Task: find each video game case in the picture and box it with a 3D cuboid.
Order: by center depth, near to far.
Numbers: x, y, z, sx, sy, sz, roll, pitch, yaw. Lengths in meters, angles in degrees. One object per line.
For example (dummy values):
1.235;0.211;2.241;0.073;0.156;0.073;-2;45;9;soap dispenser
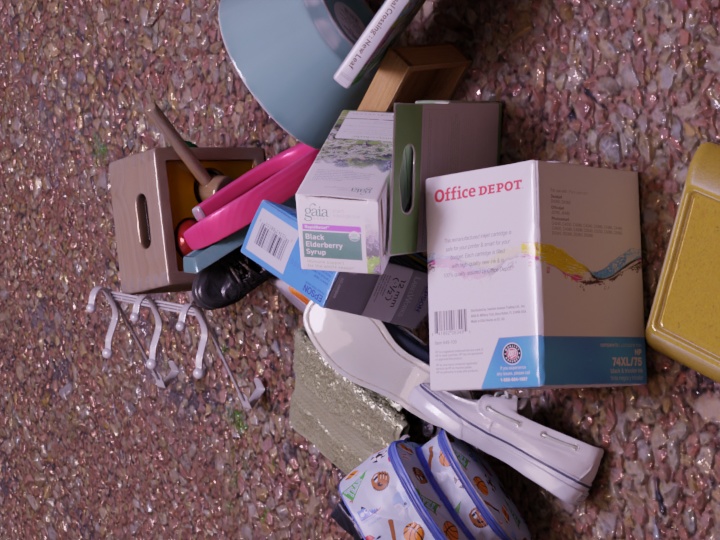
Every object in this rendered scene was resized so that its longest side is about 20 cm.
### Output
0.051;-0.268;1.612;0.022;0.200;0.182;36;110;0;video game case

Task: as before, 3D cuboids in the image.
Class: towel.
-0.014;0.160;1.822;0.200;0.036;0.149;40;138;40;towel

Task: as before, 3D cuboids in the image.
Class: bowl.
-0.045;-0.239;1.762;0.105;0.201;0.201;-33;67;25;bowl

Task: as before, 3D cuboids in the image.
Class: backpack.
0.068;0.247;1.633;0.154;0.190;0.200;-44;71;15;backpack

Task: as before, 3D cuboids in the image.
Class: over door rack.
-0.218;0.100;1.945;0.147;0.200;0.067;10;61;31;over door rack

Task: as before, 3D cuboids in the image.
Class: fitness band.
-0.110;-0.088;1.833;0.037;0.200;0.144;58;153;-10;fitness band

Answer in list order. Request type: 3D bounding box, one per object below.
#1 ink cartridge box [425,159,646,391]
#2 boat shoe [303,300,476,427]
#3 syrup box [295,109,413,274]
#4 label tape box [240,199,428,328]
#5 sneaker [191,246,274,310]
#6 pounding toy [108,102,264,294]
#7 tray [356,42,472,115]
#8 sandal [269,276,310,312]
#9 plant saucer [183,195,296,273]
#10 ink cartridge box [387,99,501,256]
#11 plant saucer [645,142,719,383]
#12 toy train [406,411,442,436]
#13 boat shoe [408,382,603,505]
0.160;0.009;1.541;0.146;0.146;0.201;-7;83;49;ink cartridge box
0.033;0.088;1.711;0.200;0.062;0.075;29;103;9;boat shoe
0.001;-0.077;1.592;0.078;0.200;0.082;4;120;12;syrup box
0.000;0.000;1.691;0.143;0.200;0.066;32;100;43;label tape box
-0.093;-0.026;1.840;0.060;0.200;0.104;58;163;-4;sneaker
-0.195;-0.081;1.930;0.142;0.184;0.201;-11;85;49;pounding toy
0.030;-0.143;1.725;0.037;0.098;0.200;48;127;25;tray
-0.040;0.018;1.829;0.059;0.079;0.207;-52;26;-7;sandal
-0.106;-0.057;1.822;0.019;0.200;0.070;60;166;-10;plant saucer
0.068;-0.091;1.610;0.048;0.200;0.146;7;98;36;ink cartridge box
0.329;0.012;1.431;0.200;0.048;0.201;29;114;44;plant saucer
0.034;0.109;1.793;0.200;0.034;0.046;41;120;40;toy train
0.144;0.150;1.623;0.200;0.074;0.067;30;92;16;boat shoe
